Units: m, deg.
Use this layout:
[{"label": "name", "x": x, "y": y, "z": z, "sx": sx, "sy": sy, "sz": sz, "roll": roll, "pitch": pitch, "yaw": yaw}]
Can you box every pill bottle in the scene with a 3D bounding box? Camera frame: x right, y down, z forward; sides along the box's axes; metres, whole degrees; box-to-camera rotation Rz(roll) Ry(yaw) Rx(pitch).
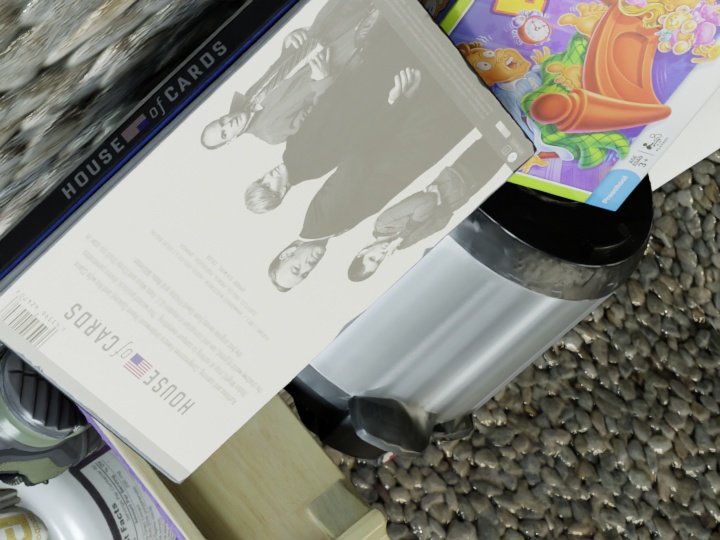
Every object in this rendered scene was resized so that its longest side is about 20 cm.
[{"label": "pill bottle", "x": -0.176, "y": 0.153, "z": 1.666, "sx": 0.200, "sy": 0.112, "sz": 0.111, "roll": -33, "pitch": 173, "yaw": -41}]

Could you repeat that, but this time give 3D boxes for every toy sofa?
[{"label": "toy sofa", "x": -0.076, "y": 0.080, "z": 1.240, "sx": 0.083, "sy": 0.200, "sz": 0.098, "roll": -38, "pitch": 170, "yaw": -9}]

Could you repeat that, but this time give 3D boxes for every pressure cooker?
[{"label": "pressure cooker", "x": 0.025, "y": -0.012, "z": 1.264, "sx": 0.200, "sy": 0.179, "sz": 0.176, "roll": -43, "pitch": 176, "yaw": 38}]

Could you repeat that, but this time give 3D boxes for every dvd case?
[{"label": "dvd case", "x": -0.040, "y": -0.021, "z": 0.975, "sx": 0.200, "sy": 0.025, "sz": 0.150, "roll": -42, "pitch": 138, "yaw": 2}]

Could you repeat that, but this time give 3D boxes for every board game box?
[{"label": "board game box", "x": 0.098, "y": -0.119, "z": 1.012, "sx": 0.134, "sy": 0.045, "sz": 0.200, "roll": 13, "pitch": 132, "yaw": -30}]

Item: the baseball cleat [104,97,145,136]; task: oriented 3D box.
[{"label": "baseball cleat", "x": -0.063, "y": -0.034, "z": 1.061, "sx": 0.106, "sy": 0.070, "sz": 0.200, "roll": -37, "pitch": 175, "yaw": -15}]

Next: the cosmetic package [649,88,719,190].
[{"label": "cosmetic package", "x": 0.216, "y": -0.150, "z": 1.528, "sx": 0.199, "sy": 0.052, "sz": 0.151, "roll": -33, "pitch": -141, "yaw": 10}]

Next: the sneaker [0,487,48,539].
[{"label": "sneaker", "x": -0.214, "y": 0.137, "z": 1.316, "sx": 0.115, "sy": 0.074, "sz": 0.200, "roll": -12, "pitch": 174, "yaw": -22}]

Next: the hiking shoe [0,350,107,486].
[{"label": "hiking shoe", "x": -0.157, "y": 0.067, "z": 1.356, "sx": 0.100, "sy": 0.076, "sz": 0.200, "roll": -31, "pitch": 169, "yaw": 24}]

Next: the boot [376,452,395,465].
[{"label": "boot", "x": -0.018, "y": 0.067, "z": 1.793, "sx": 0.073, "sy": 0.151, "sz": 0.200, "roll": -41, "pitch": 174, "yaw": 32}]
